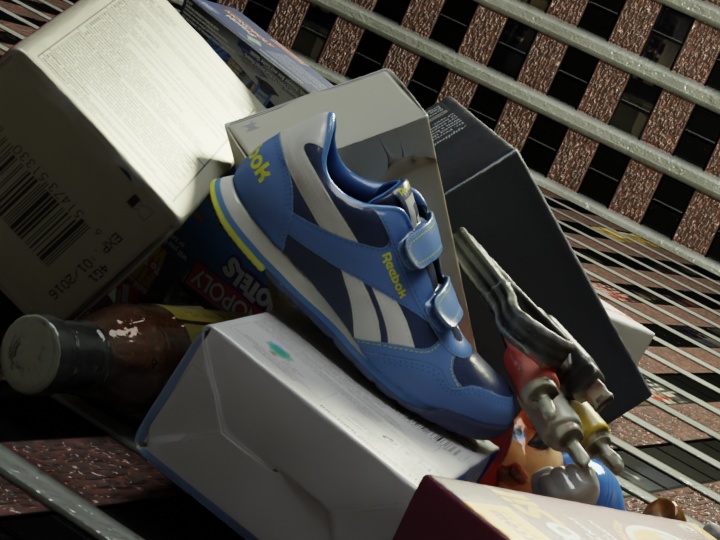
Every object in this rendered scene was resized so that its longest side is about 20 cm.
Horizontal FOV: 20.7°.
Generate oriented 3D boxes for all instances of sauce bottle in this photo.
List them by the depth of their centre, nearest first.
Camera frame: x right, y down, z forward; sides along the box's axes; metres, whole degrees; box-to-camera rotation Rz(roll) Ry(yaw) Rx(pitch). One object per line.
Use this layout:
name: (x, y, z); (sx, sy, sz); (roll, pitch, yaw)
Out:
sauce bottle: (-0.113, 0.048, 1.055); (0.066, 0.066, 0.200); (30, 10, 32)

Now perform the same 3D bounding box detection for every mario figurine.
mario figurine: (0.123, 0.115, 1.125); (0.199, 0.106, 0.123); (29, -29, -25)

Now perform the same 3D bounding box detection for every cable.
cable: (0.077, 0.032, 1.082); (0.097, 0.050, 0.200); (43, 4, -40)

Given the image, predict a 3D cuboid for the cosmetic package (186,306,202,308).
cosmetic package: (-0.110, -0.018, 1.363); (0.199, 0.091, 0.107); (16, 12, -23)

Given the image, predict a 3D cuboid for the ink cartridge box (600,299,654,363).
ink cartridge box: (0.123, 0.029, 1.610); (0.200, 0.086, 0.146); (32, 5, 24)

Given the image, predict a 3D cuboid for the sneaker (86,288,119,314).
sneaker: (-0.233, -0.025, 1.169); (0.200, 0.085, 0.077); (43, -21, -15)

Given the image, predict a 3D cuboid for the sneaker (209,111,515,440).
sneaker: (0.016, 0.004, 1.007); (0.200, 0.082, 0.074); (45, 9, -8)

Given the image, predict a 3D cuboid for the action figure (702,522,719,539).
action figure: (0.300, 0.180, 1.196); (0.193, 0.105, 0.200); (9, -14, 27)

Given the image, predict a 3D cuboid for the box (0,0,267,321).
box: (-0.150, -0.072, 1.107); (0.128, 0.109, 0.200); (47, 22, -7)

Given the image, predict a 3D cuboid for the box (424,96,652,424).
box: (0.080, 0.008, 1.333); (0.197, 0.117, 0.200); (59, 0, -18)

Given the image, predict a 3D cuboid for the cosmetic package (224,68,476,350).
cosmetic package: (0.000, 0.000, 1.119); (0.103, 0.201, 0.073); (-20, 33, -9)

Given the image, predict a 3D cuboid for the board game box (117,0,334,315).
board game box: (-0.078, -0.033, 1.232); (0.200, 0.200, 0.062); (40, 17, 25)

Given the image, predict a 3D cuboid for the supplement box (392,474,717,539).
supplement box: (0.111, 0.166, 0.901); (0.199, 0.086, 0.110); (15, 13, -41)

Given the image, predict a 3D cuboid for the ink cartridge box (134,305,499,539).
ink cartridge box: (-0.012, 0.087, 1.001); (0.136, 0.077, 0.200); (38, 13, 10)
